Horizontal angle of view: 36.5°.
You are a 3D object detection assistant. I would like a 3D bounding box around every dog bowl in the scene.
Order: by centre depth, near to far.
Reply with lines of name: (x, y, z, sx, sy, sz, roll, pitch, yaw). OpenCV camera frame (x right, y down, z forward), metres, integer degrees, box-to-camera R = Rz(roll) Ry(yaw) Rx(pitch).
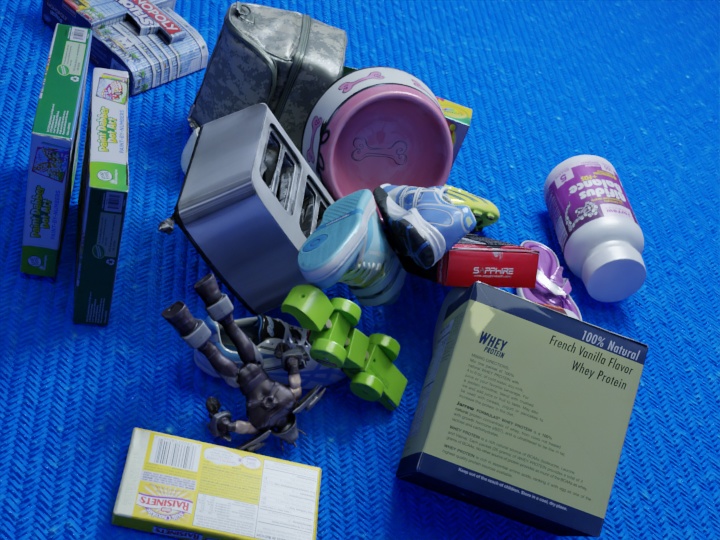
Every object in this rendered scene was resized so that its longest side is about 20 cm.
dog bowl: (0.028, -0.148, 1.366, 0.197, 0.203, 0.074, 6, 18, -18)

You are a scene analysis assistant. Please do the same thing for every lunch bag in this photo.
lunch bag: (-0.126, -0.241, 1.439, 0.165, 0.201, 0.141, 20, 42, -11)

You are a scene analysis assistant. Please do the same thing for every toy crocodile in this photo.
toy crocodile: (-0.013, 0.087, 1.187, 0.200, 0.061, 0.068, 45, 55, -39)

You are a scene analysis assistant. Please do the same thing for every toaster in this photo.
toaster: (-0.119, -0.067, 1.263, 0.182, 0.117, 0.202, 53, 28, -33)

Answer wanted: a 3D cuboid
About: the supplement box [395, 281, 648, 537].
supplement box: (0.165, 0.149, 1.142, 0.197, 0.134, 0.203, 20, 76, -4)

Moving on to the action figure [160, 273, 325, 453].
action figure: (-0.120, 0.103, 1.134, 0.130, 0.069, 0.201, -38, 101, -20)

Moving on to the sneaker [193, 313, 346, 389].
sneaker: (-0.085, 0.085, 1.210, 0.197, 0.073, 0.072, 4, 42, -22)

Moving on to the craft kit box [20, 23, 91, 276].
craft kit box: (-0.339, -0.134, 1.219, 0.048, 0.199, 0.202, 6, 43, -12)

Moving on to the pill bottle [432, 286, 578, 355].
pill bottle: (0.193, 0.092, 1.295, 0.197, 0.114, 0.114, 13, 42, -12)

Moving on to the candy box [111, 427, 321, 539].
candy box: (-0.138, 0.222, 1.078, 0.197, 0.027, 0.103, 14, 46, -9)

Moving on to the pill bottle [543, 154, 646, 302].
pill bottle: (0.327, -0.057, 1.510, 0.110, 0.113, 0.202, 7, 43, -17)

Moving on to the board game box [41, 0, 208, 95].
board game box: (-0.317, -0.358, 1.575, 0.199, 0.062, 0.199, 39, 45, 18)

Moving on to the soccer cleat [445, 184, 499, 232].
soccer cleat: (0.097, -0.104, 1.486, 0.197, 0.065, 0.085, 8, 60, -12)

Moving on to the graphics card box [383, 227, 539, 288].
graphics card box: (0.117, -0.017, 1.342, 0.123, 0.052, 0.200, 1, 9, -22)

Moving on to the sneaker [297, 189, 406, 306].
sneaker: (0.000, 0.000, 1.227, 0.132, 0.079, 0.200, 63, 24, -17)

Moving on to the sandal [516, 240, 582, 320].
sandal: (0.243, 0.011, 1.428, 0.081, 0.050, 0.204, 9, 32, -13)

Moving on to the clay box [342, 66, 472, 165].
clay box: (0.046, -0.203, 1.535, 0.197, 0.116, 0.048, 18, 42, -5)

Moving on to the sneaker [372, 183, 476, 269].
sneaker: (0.071, -0.060, 1.260, 0.076, 0.076, 0.200, -29, 26, -6)

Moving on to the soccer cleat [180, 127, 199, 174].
soccer cleat: (-0.133, -0.126, 1.403, 0.197, 0.078, 0.070, 14, 42, -10)

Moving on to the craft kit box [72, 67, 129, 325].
craft kit box: (-0.284, -0.081, 1.196, 0.048, 0.202, 0.199, 7, 43, -15)
